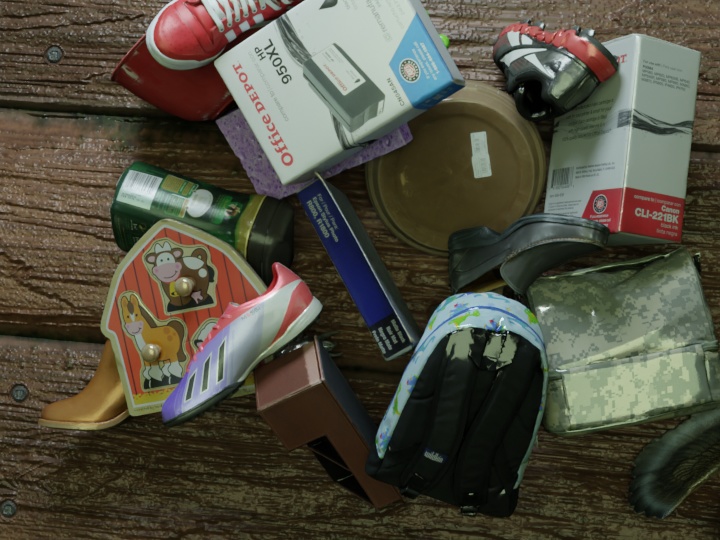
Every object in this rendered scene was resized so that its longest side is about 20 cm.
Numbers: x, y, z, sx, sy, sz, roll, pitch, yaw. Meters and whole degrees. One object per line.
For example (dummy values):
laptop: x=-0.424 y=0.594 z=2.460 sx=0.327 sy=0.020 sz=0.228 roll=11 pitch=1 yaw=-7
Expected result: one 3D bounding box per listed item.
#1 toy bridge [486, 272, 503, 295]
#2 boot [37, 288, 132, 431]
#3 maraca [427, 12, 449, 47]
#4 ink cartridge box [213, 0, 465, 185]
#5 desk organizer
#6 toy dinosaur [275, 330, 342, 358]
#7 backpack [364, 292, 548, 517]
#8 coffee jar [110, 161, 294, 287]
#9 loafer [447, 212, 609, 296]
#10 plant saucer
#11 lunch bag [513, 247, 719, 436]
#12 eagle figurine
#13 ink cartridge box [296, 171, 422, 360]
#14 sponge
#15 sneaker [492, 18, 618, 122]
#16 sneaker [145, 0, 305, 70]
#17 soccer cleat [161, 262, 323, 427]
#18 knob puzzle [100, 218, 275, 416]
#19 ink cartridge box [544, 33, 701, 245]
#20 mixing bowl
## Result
toy bridge: x=0.136 y=0.069 z=1.260 sx=0.027 sy=0.067 sz=0.201 roll=11 pitch=88 yaw=7
boot: x=-0.273 y=0.096 z=1.301 sx=0.199 sy=0.077 sz=0.156 roll=-11 pitch=87 yaw=4
maraca: x=0.001 y=-0.230 z=1.267 sx=0.199 sy=0.107 sz=0.138 roll=6 pitch=114 yaw=18
ink cartridge box: x=-0.020 y=-0.194 z=1.136 sx=0.199 sy=0.084 sz=0.145 roll=-30 pitch=90 yaw=16
desk organizer: x=-0.032 y=0.172 z=1.217 sx=0.077 sy=0.072 sz=0.200 roll=-26 pitch=125 yaw=8
toy dinosaur: x=-0.128 y=0.067 z=1.285 sx=0.199 sy=0.102 sz=0.077 roll=28 pitch=103 yaw=16
backpack: x=0.108 y=0.120 z=1.143 sx=0.162 sy=0.154 sz=0.201 roll=15 pitch=127 yaw=3
coffee jar: x=-0.170 y=-0.049 z=1.283 sx=0.199 sy=0.105 sz=0.086 roll=15 pitch=55 yaw=7
loafer: x=0.169 y=-0.010 z=1.182 sx=0.073 sy=0.200 sz=0.073 roll=21 pitch=68 yaw=-34
plant saucer: x=0.103 y=-0.106 z=1.255 sx=0.199 sy=0.029 sz=0.201 roll=1 pitch=110 yaw=3
lunch bag: x=0.271 y=0.073 z=1.208 sx=0.199 sy=0.139 sz=0.169 roll=-11 pitch=86 yaw=5
eagle figurine: x=0.395 y=0.204 z=1.209 sx=0.200 sy=0.150 sz=0.152 roll=-58 pitch=37 yaw=29
ink cartridge box: x=0.000 y=0.000 z=1.214 sx=0.040 sy=0.200 sz=0.200 roll=-29 pitch=83 yaw=4
sponge: x=-0.052 y=-0.153 z=1.245 sx=0.199 sy=0.030 sz=0.112 roll=-21 pitch=104 yaw=31
sneaker: x=0.182 y=-0.207 z=1.214 sx=0.071 sy=0.200 sz=0.098 roll=39 pitch=88 yaw=-26
sneaker: x=-0.112 y=-0.264 z=1.120 sx=0.200 sy=0.112 sz=0.071 roll=-38 pitch=99 yaw=-37
soccer cleat: x=-0.132 y=0.076 z=1.169 sx=0.200 sy=0.068 sz=0.073 roll=-40 pitch=101 yaw=-11
knob puzzle: x=-0.190 y=0.045 z=1.226 sx=0.218 sy=0.030 sz=0.221 roll=2 pitch=96 yaw=14
ink cartridge box: x=0.270 y=-0.131 z=1.210 sx=0.083 sy=0.144 sz=0.201 roll=7 pitch=87 yaw=-23
mixing bowl: x=-0.164 y=-0.235 z=1.263 sx=0.200 sy=0.200 sz=0.108 roll=-42 pitch=98 yaw=3
